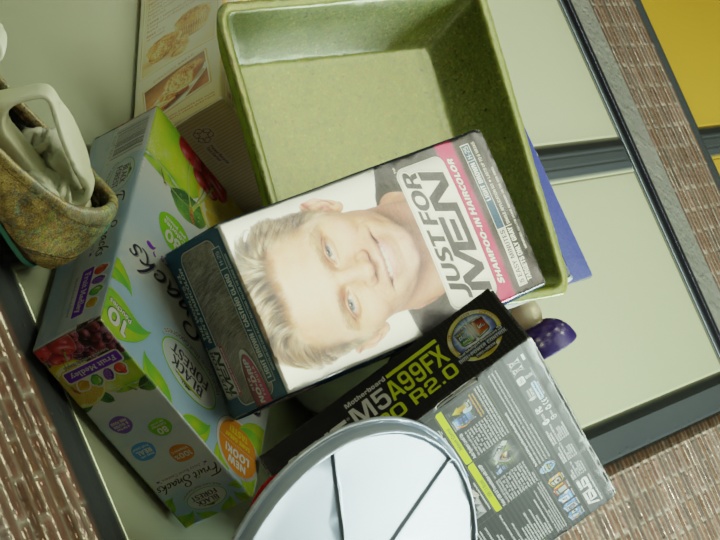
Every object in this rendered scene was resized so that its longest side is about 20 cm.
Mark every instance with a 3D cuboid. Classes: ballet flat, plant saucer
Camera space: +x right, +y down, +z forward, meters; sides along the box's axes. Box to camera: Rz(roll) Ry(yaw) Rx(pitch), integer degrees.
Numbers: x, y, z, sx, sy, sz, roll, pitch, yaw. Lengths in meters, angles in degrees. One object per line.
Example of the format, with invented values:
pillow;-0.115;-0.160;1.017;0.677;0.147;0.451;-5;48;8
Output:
ballet flat;-0.195;-0.089;1.433;0.200;0.070;0.071;53;25;-23
plant saucer;0.010;-0.063;1.637;0.199;0.048;0.201;-9;79;-37

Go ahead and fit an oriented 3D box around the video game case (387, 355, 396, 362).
video game case;0.051;0.129;1.688;0.019;0.143;0.200;25;-3;38

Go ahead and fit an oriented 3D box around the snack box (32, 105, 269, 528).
snack box;-0.104;0.023;1.544;0.142;0.053;0.200;51;27;-27

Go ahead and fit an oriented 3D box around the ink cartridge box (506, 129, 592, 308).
ink cartridge box;0.068;-0.067;1.927;0.199;0.047;0.198;-19;81;-41

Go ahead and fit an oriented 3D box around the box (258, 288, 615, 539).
box;0.048;0.116;1.576;0.044;0.160;0.200;53;-2;36

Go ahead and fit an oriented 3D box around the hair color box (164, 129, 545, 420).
hair color box;0.000;0.000;1.538;0.199;0.060;0.100;-22;87;-38

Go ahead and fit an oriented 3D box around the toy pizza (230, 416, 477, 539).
toy pizza;-0.014;0.170;1.485;0.200;0.032;0.201;-21;122;-39

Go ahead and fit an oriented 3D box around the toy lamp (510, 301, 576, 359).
toy lamp;0.086;-0.028;2.001;0.201;0.058;0.058;64;23;-7

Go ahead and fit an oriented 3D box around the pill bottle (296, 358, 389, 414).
pill bottle;0.045;0.067;1.748;0.200;0.106;0.107;29;41;-53

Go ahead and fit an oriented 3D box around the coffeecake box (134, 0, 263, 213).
coffeecake box;-0.066;-0.113;1.740;0.153;0.073;0.201;44;30;-36
